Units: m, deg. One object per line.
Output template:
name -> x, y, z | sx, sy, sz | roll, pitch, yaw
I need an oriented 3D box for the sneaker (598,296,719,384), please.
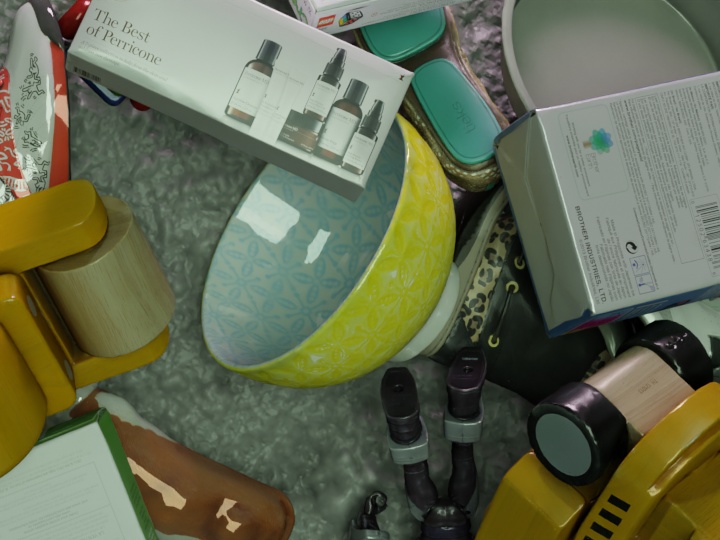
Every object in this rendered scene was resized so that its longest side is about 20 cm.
sneaker -> 0.214, 0.056, 1.667 | 0.200, 0.074, 0.089 | 37, 59, -14

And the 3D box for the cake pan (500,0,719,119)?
cake pan -> 0.178, -0.134, 1.697 | 0.200, 0.037, 0.201 | 10, 63, -21

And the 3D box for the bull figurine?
bull figurine -> -0.145, 0.151, 1.665 | 0.200, 0.065, 0.122 | 27, 93, -4

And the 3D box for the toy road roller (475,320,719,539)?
toy road roller -> 0.173, 0.146, 1.569 | 0.146, 0.200, 0.123 | 44, 50, 18

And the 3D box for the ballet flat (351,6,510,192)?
ballet flat -> 0.042, -0.132, 1.688 | 0.070, 0.065, 0.200 | -21, 64, -5

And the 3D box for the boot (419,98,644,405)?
boot -> 0.133, 0.000, 1.711 | 0.150, 0.073, 0.200 | 33, 76, -14

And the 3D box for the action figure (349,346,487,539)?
action figure -> 0.057, 0.155, 1.681 | 0.130, 0.069, 0.201 | -6, 120, -4

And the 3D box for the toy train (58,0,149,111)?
toy train -> -0.106, -0.196, 1.641 | 0.085, 0.116, 0.200 | 44, 83, -8

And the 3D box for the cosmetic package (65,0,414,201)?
cosmetic package -> -0.075, -0.124, 1.556 | 0.200, 0.051, 0.083 | 24, 77, -4

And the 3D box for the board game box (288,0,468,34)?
board game box -> -0.013, -0.251, 1.643 | 0.126, 0.035, 0.200 | -15, 64, -20

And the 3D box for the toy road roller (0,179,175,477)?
toy road roller -> -0.217, 0.050, 1.566 | 0.199, 0.146, 0.123 | -20, 129, 5

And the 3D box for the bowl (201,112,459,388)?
bowl -> 0.000, 0.000, 1.639 | 0.108, 0.200, 0.200 | 32, 85, -30

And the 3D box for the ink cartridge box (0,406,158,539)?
ink cartridge box -> -0.176, 0.200, 1.606 | 0.104, 0.059, 0.201 | -21, 96, 2

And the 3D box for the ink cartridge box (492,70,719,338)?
ink cartridge box -> 0.201, -0.048, 1.603 | 0.199, 0.076, 0.137 | -13, 84, -21

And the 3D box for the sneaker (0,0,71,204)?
sneaker -> -0.245, -0.076, 1.641 | 0.108, 0.067, 0.202 | -3, 94, -13
